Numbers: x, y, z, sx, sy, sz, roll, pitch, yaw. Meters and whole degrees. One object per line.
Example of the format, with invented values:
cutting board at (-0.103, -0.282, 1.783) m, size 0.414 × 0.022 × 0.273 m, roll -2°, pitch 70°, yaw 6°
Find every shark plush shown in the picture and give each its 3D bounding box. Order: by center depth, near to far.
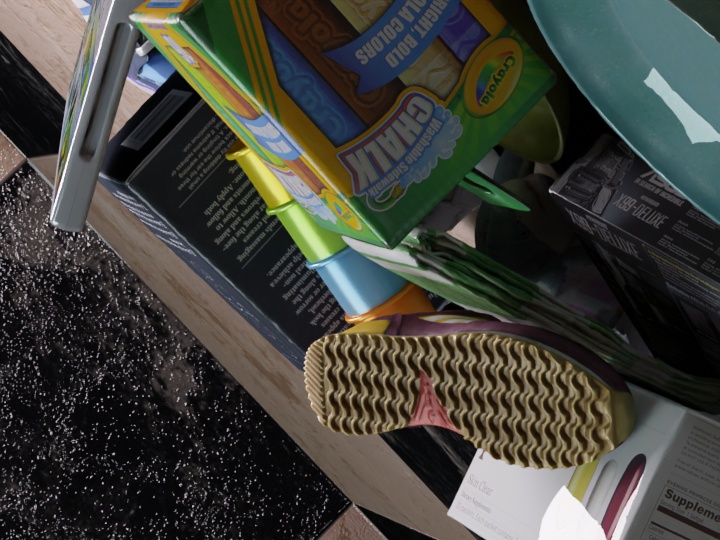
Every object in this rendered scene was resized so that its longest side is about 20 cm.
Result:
shark plush at (0.072, 0.001, 1.471) m, size 0.091 × 0.083 × 0.200 m, roll 49°, pitch 143°, yaw 7°

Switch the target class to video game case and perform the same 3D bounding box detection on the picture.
video game case at (-0.149, -0.146, 1.499) m, size 0.022 × 0.183 × 0.200 m, roll 14°, pitch -155°, yaw -11°

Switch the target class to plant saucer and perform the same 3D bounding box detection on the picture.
plant saucer at (0.155, -0.082, 1.111) m, size 0.200 × 0.036 × 0.200 m, roll 44°, pitch 171°, yaw 9°
plant saucer at (0.045, -0.140, 1.338) m, size 0.200 × 0.031 × 0.200 m, roll 43°, pitch 170°, yaw 9°

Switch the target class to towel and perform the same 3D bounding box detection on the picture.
towel at (0.093, 0.023, 1.356) m, size 0.200 × 0.023 × 0.153 m, roll 26°, pitch 176°, yaw -16°

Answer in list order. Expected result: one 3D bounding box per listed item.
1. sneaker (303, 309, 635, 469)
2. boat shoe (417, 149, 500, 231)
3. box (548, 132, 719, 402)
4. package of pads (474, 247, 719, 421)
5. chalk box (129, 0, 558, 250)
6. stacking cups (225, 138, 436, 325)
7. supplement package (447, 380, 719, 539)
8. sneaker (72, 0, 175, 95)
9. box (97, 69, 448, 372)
sneaker at (0.069, 0.052, 1.301) m, size 0.200 × 0.090 × 0.075 m, roll 8°, pitch 109°, yaw 38°
boat shoe at (0.041, -0.055, 1.587) m, size 0.072 × 0.066 × 0.200 m, roll 45°, pitch 170°, yaw 0°
box at (0.203, 0.025, 1.302) m, size 0.200 × 0.050 × 0.158 m, roll 33°, pitch 164°, yaw 50°
package of pads at (0.142, 0.047, 1.565) m, size 0.121 × 0.076 × 0.200 m, roll 49°, pitch 170°, yaw -23°
chalk box at (0.004, -0.094, 1.245) m, size 0.200 × 0.124 × 0.125 m, roll 48°, pitch 171°, yaw -15°
stacking cups at (0.000, 0.000, 1.427) m, size 0.200 × 0.060 × 0.060 m, roll 57°, pitch 168°, yaw -10°
supplement package at (0.166, 0.132, 1.324) m, size 0.156 × 0.111 × 0.200 m, roll 26°, pitch 178°, yaw -21°
sneaker at (-0.176, -0.211, 1.798) m, size 0.200 × 0.081 × 0.146 m, roll 48°, pitch 175°, yaw 14°
box at (-0.055, -0.029, 1.551) m, size 0.200 × 0.107 × 0.148 m, roll 45°, pitch 174°, yaw -16°
